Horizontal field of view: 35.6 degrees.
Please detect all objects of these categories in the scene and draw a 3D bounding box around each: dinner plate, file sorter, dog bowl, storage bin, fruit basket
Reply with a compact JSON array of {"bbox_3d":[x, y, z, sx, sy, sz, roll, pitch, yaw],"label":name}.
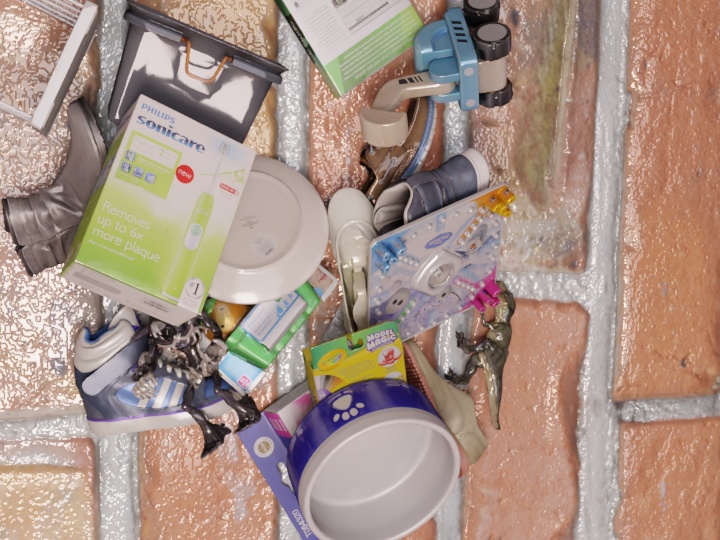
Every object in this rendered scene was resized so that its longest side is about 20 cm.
[{"bbox_3d":[-0.135,-0.056,1.340,0.197,0.024,0.203,2,66,-5],"label":"dinner plate"},{"bbox_3d":[-0.369,-0.238,1.216,0.123,0.200,0.140,25,88,-15],"label":"file sorter"},{"bbox_3d":[0.014,0.230,1.332,0.197,0.079,0.202,-12,127,-17],"label":"dog bowl"},{"bbox_3d":[-0.199,-0.212,1.308,0.198,0.146,0.136,19,100,-17],"label":"storage bin"},{"bbox_3d":[-0.154,0.018,1.357,0.200,0.094,0.186,42,77,-9],"label":"fruit basket"}]

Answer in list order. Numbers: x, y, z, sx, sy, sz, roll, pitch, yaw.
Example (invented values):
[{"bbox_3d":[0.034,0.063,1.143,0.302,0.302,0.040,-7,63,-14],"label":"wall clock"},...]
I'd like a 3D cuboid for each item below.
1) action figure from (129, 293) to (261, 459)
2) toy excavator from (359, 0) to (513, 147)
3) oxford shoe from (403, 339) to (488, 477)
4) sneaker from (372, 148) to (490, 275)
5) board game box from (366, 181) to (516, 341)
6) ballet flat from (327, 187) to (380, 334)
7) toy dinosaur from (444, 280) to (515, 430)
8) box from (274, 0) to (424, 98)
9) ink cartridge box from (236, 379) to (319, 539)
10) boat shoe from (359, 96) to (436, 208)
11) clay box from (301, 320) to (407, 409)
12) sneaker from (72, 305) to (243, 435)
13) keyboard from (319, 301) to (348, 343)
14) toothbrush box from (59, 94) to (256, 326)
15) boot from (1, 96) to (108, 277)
[{"bbox_3d":[-0.195,0.106,1.277,0.118,0.102,0.201,-31,96,11],"label":"action figure"},{"bbox_3d":[0.089,-0.237,1.375,0.197,0.196,0.101,-10,138,1],"label":"toy excavator"},{"bbox_3d":[0.102,0.169,1.470,0.074,0.070,0.202,-34,107,-29],"label":"oxford shoe"},{"bbox_3d":[0.082,-0.042,1.387,0.145,0.077,0.204,-25,135,-28],"label":"sneaker"},{"bbox_3d":[0.097,0.007,1.366,0.198,0.026,0.202,-25,141,-23],"label":"board game box"},{"bbox_3d":[0.000,0.000,1.382,0.068,0.069,0.203,-12,113,-15],"label":"ballet flat"},{"bbox_3d":[0.162,0.116,1.487,0.087,0.047,0.203,1,98,-23],"label":"toy dinosaur"},{"bbox_3d":[-0.024,-0.338,1.393,0.144,0.036,0.201,-35,103,-10],"label":"box"},{"bbox_3d":[-0.028,0.231,1.438,0.199,0.043,0.198,-34,108,-12],"label":"ink cartridge box"},{"bbox_3d":[0.036,-0.133,1.411,0.072,0.072,0.202,21,87,-12],"label":"boat shoe"},{"bbox_3d":[-0.002,0.145,1.350,0.113,0.048,0.202,-17,125,-13],"label":"clay box"},{"bbox_3d":[-0.244,0.109,1.347,0.197,0.081,0.149,-9,102,-10],"label":"sneaker"},{"bbox_3d":[0.015,0.026,1.452,0.056,0.011,0.202,29,86,-17],"label":"keyboard"},{"bbox_3d":[-0.218,-0.063,1.221,0.144,0.086,0.202,25,67,-20],"label":"toothbrush box"},{"bbox_3d":[-0.348,-0.090,1.282,0.130,0.070,0.203,-12,116,-15],"label":"boot"}]
